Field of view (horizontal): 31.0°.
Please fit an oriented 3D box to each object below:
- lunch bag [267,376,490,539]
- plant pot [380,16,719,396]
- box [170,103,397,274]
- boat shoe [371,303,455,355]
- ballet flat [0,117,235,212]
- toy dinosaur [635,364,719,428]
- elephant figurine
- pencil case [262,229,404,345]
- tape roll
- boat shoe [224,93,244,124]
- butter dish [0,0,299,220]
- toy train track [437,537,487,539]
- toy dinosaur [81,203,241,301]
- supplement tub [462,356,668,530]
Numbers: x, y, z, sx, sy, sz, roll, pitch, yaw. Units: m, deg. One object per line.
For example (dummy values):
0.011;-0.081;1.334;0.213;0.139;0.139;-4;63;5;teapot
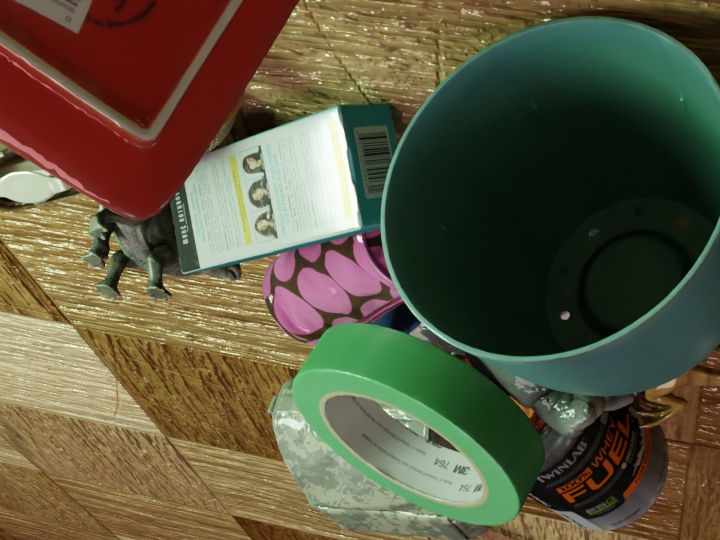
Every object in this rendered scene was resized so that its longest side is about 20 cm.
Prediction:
0.030;0.166;1.247;0.199;0.140;0.168;0;151;31;lunch bag
0.135;-0.018;0.751;0.200;0.201;0.161;1;159;30;plant pot
-0.057;-0.054;0.907;0.049;0.083;0.200;-9;179;-44;box
0.041;0.068;1.120;0.072;0.072;0.200;25;154;-19;boat shoe
-0.182;-0.077;0.897;0.199;0.065;0.071;-15;123;13;ballet flat
0.248;0.082;1.031;0.199;0.061;0.106;13;153;8;toy dinosaur
0.151;0.010;0.900;0.142;0.155;0.200;54;157;28;elephant figurine
0.000;0.000;0.984;0.090;0.094;0.200;-14;170;-26;pencil case
0.043;0.121;1.003;0.200;0.048;0.201;26;152;14;tape roll
-0.166;-0.151;0.817;0.200;0.071;0.070;24;-168;-32;boat shoe
-0.155;-0.161;0.688;0.199;0.200;0.148;35;173;-35;butter dish
0.160;0.340;1.657;0.199;0.033;0.115;18;148;-14;toy train track
-0.176;-0.042;1.018;0.077;0.103;0.200;-9;136;30;toy dinosaur
0.168;0.137;1.108;0.122;0.123;0.200;-6;151;41;supplement tub
